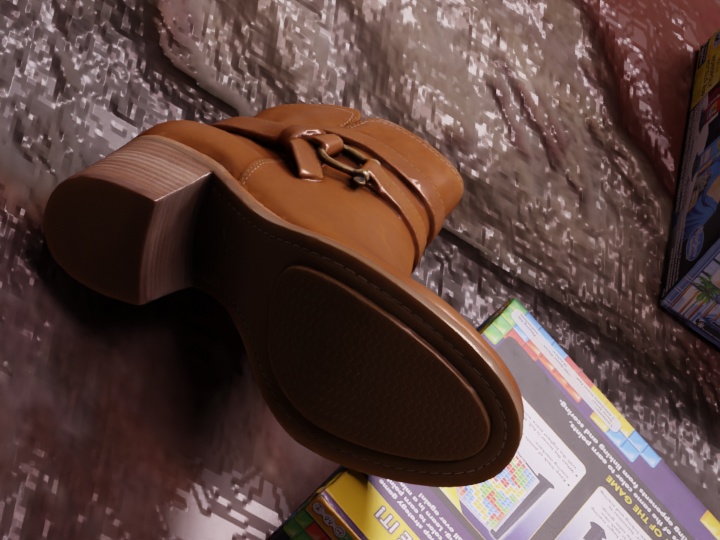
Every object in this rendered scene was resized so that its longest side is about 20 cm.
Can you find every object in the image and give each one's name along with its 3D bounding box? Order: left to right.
[{"bbox_3d":[0.000,0.000,1.050,0.199,0.077,0.155,22,24,24],"label":"boot"},{"bbox_3d":[0.074,0.130,1.054,0.200,0.057,0.165,48,39,1],"label":"board game box"},{"bbox_3d":[0.226,-0.088,1.278,0.062,0.200,0.201,34,39,-15],"label":"board game box"}]
